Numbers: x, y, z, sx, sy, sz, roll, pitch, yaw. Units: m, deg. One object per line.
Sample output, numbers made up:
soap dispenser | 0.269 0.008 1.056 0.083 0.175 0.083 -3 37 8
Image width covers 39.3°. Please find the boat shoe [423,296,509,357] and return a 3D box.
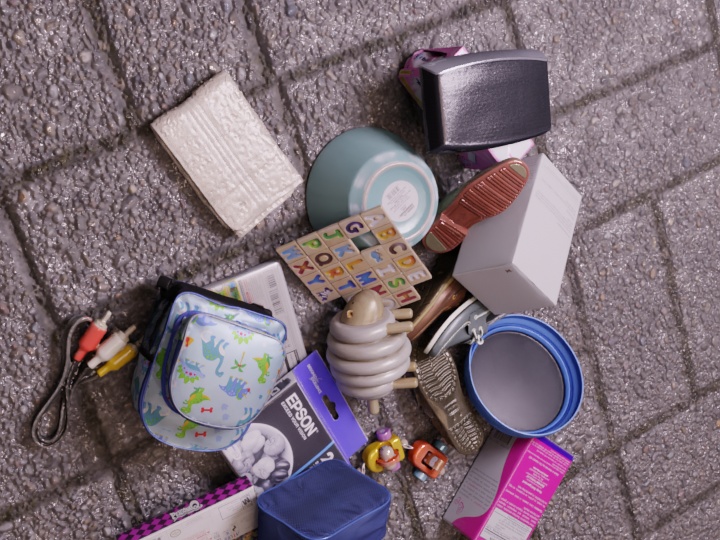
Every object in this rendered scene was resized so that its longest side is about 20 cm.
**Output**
boat shoe | 0.177 0.079 1.545 0.062 0.073 0.200 46 56 10

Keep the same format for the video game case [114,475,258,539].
video game case | -0.224 0.403 1.422 0.199 0.036 0.182 -23 122 -16

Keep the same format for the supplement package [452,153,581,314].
supplement package | 0.236 -0.053 1.507 0.117 0.117 0.201 41 55 -33

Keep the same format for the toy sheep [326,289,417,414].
toy sheep | 0.015 0.122 1.468 0.137 0.138 0.202 -14 110 -23

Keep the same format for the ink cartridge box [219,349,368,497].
ink cartridge box | -0.092 0.251 1.473 0.200 0.043 0.199 -38 122 -16

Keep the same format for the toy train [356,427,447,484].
toy train | 0.054 0.332 1.564 0.200 0.056 0.150 -50 118 -10

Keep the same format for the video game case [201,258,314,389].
video game case | -0.172 0.107 1.432 0.181 0.023 0.201 -22 109 -21

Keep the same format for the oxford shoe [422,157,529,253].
oxford shoe | 0.163 -0.110 1.476 0.071 0.074 0.200 37 124 -24

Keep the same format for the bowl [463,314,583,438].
bowl | 0.254 0.168 1.591 0.199 0.039 0.202 9 62 -17

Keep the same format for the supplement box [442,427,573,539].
supplement box | 0.239 0.352 1.635 0.103 0.101 0.201 35 84 -27

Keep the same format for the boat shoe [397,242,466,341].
boat shoe | 0.130 0.034 1.540 0.068 0.072 0.200 45 76 -24

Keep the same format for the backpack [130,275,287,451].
backpack | -0.204 0.135 1.327 0.182 0.147 0.201 20 94 -26

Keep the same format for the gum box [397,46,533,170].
gum box | 0.150 -0.238 1.475 0.066 0.113 0.200 -47 116 -11

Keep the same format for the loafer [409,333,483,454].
loafer | 0.120 0.195 1.570 0.076 0.067 0.201 -25 94 -25

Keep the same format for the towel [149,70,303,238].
towel | -0.178 -0.156 1.374 0.132 0.034 0.201 -41 113 -16

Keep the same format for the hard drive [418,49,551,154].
hard drive | 0.179 -0.236 1.401 0.199 0.042 0.136 -12 104 -24

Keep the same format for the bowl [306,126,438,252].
bowl | 0.031 -0.103 1.448 0.199 0.105 0.203 -5 102 -25

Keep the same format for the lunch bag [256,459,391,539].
lunch bag | -0.051 0.369 1.420 0.199 0.135 0.133 -17 122 -45

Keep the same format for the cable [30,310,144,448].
cable | -0.374 0.139 1.319 0.097 0.050 0.201 42 79 -31

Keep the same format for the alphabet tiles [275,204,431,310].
alphabet tiles | 0.000 0.000 1.440 0.166 0.008 0.200 -22 134 18
